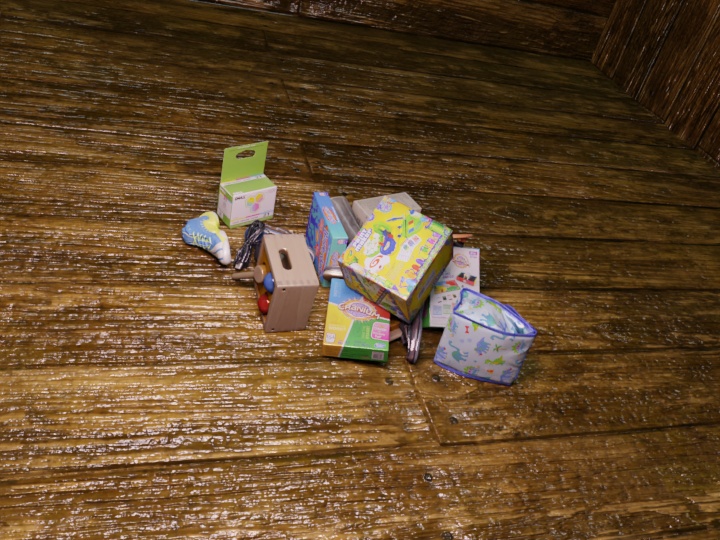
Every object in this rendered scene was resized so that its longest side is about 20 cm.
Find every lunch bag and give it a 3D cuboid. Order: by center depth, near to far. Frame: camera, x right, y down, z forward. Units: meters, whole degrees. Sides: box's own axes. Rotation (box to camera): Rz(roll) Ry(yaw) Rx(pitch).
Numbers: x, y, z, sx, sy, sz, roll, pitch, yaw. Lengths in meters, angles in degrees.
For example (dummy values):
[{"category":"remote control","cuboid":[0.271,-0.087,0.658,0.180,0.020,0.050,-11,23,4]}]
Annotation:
[{"category":"lunch bag","cuboid":[0.291,0.163,1.554,0.196,0.173,0.128,24,40,12]}]

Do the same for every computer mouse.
[{"category":"computer mouse","cuboid":[-0.210,-0.035,1.675,0.196,0.053,0.141,25,73,1]}]

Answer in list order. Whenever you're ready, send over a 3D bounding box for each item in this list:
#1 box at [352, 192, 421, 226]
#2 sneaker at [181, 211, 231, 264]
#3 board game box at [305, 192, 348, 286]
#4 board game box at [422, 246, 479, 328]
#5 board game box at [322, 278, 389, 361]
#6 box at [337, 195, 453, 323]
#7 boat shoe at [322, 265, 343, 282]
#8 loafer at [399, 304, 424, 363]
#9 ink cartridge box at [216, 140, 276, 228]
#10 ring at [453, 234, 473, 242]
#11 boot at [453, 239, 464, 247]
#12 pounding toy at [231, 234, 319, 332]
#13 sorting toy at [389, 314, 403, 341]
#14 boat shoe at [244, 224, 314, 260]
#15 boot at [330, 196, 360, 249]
[{"category":"box","cuboid":[0.073,-0.162,1.967,0.196,0.079,0.095,-12,44,-33]},{"category":"sneaker","cuboid":[-0.391,-0.072,1.686,0.102,0.077,0.201,-14,38,-18]},{"category":"board game box","cuboid":[-0.091,-0.082,1.737,0.044,0.155,0.202,-2,39,-21]},{"category":"board game box","cuboid":[0.228,0.043,1.679,0.149,0.040,0.207,5,81,-23]},{"category":"board game box","cuboid":[-0.005,0.112,1.559,0.148,0.041,0.203,5,46,0]},{"category":"box","cuboid":[0.084,-0.028,1.536,0.190,0.123,0.202,29,70,22]},{"category":"boat shoe","cuboid":[0.000,0.000,1.673,0.194,0.072,0.067,3,73,-14]},{"category":"loafer","cuboid":[0.117,0.124,1.597,0.061,0.073,0.205,8,59,2]},{"category":"ink cartridge box","cuboid":[-0.301,-0.231,1.804,0.145,0.204,0.076,-19,47,-38]},{"category":"ring","cuboid":[0.189,-0.081,1.709,0.194,0.020,0.200,-2,3,0]},{"category":"boot","cuboid":[0.199,0.004,1.730,0.076,0.141,0.200,28,30,13]},{"category":"pounding toy","cuboid":[-0.203,0.023,1.554,0.138,0.187,0.203,-2,48,-24]},{"category":"sorting toy","cuboid":[0.057,0.094,1.665,0.197,0.037,0.185,-20,50,-39]},{"category":"boat shoe","cuboid":[-0.202,-0.077,1.756,0.196,0.074,0.073,25,29,5]},{"category":"boot","cuboid":[-0.033,-0.107,1.766,0.205,0.071,0.181,68,14,14]}]
